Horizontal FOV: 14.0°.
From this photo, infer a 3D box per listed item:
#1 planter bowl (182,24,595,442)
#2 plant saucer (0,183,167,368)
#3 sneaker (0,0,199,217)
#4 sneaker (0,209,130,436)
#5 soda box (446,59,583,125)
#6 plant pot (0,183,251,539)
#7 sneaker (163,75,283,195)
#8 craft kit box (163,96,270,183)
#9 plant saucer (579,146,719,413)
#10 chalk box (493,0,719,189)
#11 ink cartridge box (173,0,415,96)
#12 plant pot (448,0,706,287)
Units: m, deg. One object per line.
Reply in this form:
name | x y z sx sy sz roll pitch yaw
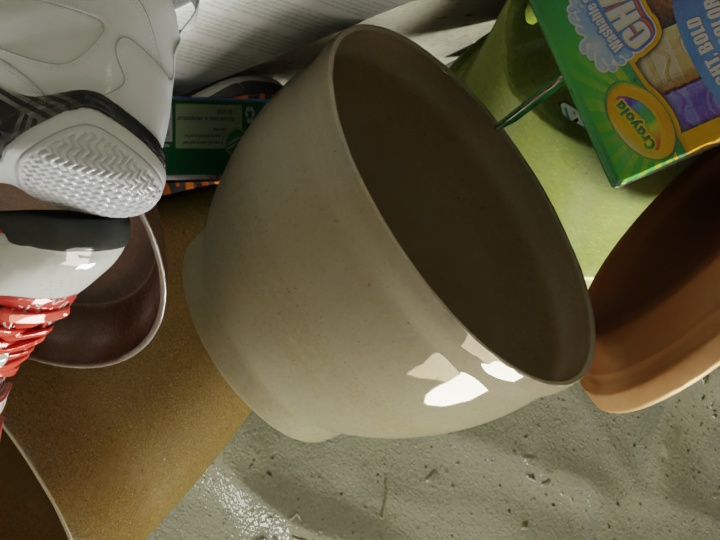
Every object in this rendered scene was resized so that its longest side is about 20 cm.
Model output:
planter bowl | 0.000 0.000 1.413 0.135 0.200 0.200 -33 166 24
plant saucer | -0.169 -0.039 1.369 0.200 0.200 0.034 -24 -156 49
sneaker | -0.161 -0.107 1.204 0.200 0.115 0.075 23 159 -16
sneaker | -0.162 0.030 1.304 0.067 0.108 0.201 1 176 -36
soda box | 0.118 -0.044 1.771 0.064 0.200 0.068 -9 171 -44
plant pot | -0.129 0.046 1.544 0.200 0.186 0.186 -36 -178 -24
sneaker | -0.091 -0.014 1.690 0.078 0.112 0.200 8 134 -39
craft kit box | -0.139 -0.064 1.499 0.197 0.049 0.200 2 -177 31
plant saucer | 0.177 -0.014 1.451 0.200 0.037 0.200 -43 -167 12
chalk box | 0.154 -0.122 1.422 0.200 0.124 0.124 -23 -176 13
ink cartridge box | -0.037 -0.140 1.342 0.200 0.047 0.160 -22 171 17
plant pot | 0.135 -0.090 1.600 0.200 0.201 0.184 -15 162 -8
